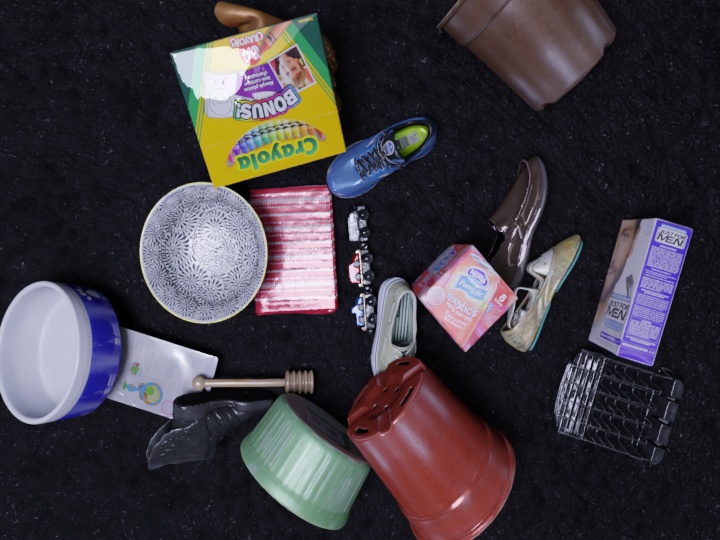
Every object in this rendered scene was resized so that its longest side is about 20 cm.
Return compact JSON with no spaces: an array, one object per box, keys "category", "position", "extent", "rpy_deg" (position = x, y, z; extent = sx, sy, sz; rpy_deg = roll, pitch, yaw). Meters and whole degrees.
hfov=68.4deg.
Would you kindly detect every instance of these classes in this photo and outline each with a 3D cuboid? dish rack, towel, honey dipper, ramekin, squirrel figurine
[{"category":"dish rack","position":[0.413,0.217,0.861],"extent":[0.192,0.055,0.160],"rpy_deg":[16,93,1]},{"category":"towel","position":[-0.109,-0.030,0.864],"extent":[0.138,0.022,0.209],"rpy_deg":[-3,93,3]},{"category":"honey dipper","position":[-0.172,0.182,0.856],"extent":[0.191,0.038,0.040],"rpy_deg":[1,95,-10]},{"category":"ramekin","position":[-0.076,0.278,0.804],"extent":[0.197,0.200,0.099],"rpy_deg":[36,87,-2]},{"category":"squirrel figurine","position":[-0.125,-0.264,0.792],"extent":[0.192,0.142,0.195],"rpy_deg":[13,101,2]}]

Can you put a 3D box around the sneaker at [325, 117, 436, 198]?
[{"category":"sneaker","position":[0.030,-0.182,0.816],"extent":[0.196,0.089,0.080],"rpy_deg":[-31,92,3]}]

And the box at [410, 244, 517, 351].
[{"category":"box","position":[0.142,0.030,0.775],"extent":[0.102,0.200,0.095],"rpy_deg":[-44,91,3]}]

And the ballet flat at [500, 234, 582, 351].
[{"category":"ballet flat","position":[0.282,0.027,0.841],"extent":[0.069,0.071,0.206],"rpy_deg":[24,96,-1]}]

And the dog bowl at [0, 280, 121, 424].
[{"category":"dog bowl","position":[-0.464,0.123,0.814],"extent":[0.193,0.078,0.210],"rpy_deg":[-3,83,25]}]

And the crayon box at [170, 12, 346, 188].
[{"category":"crayon box","position":[-0.131,-0.228,0.720],"extent":[0.192,0.059,0.179],"rpy_deg":[-15,114,-2]}]

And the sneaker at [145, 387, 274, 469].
[{"category":"sneaker","position":[-0.236,0.251,0.845],"extent":[0.193,0.060,0.109],"rpy_deg":[2,102,-29]}]

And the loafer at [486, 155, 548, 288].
[{"category":"loafer","position":[0.238,-0.079,0.828],"extent":[0.068,0.073,0.209],"rpy_deg":[12,94,-1]}]

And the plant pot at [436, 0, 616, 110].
[{"category":"plant pot","position":[0.243,-0.357,0.756],"extent":[0.197,0.200,0.201],"rpy_deg":[42,94,-9]}]

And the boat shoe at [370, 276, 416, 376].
[{"category":"boat shoe","position":[0.055,0.116,0.835],"extent":[0.069,0.062,0.209],"rpy_deg":[-6,106,-15]}]

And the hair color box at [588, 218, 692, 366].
[{"category":"hair color box","position":[0.426,0.028,0.816],"extent":[0.062,0.109,0.208],"rpy_deg":[16,94,1]}]

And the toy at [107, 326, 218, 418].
[{"category":"toy","position":[-0.337,0.165,0.869],"extent":[0.193,0.047,0.120],"rpy_deg":[17,96,-7]}]

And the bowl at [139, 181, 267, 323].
[{"category":"bowl","position":[-0.232,-0.030,0.829],"extent":[0.192,0.094,0.210],"rpy_deg":[0,95,1]}]

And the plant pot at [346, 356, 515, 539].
[{"category":"plant pot","position":[0.091,0.249,0.774],"extent":[0.199,0.201,0.197],"rpy_deg":[-40,105,4]}]

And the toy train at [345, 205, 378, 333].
[{"category":"toy train","position":[0.000,0.000,0.858],"extent":[0.044,0.034,0.209],"rpy_deg":[-5,94,3]}]
